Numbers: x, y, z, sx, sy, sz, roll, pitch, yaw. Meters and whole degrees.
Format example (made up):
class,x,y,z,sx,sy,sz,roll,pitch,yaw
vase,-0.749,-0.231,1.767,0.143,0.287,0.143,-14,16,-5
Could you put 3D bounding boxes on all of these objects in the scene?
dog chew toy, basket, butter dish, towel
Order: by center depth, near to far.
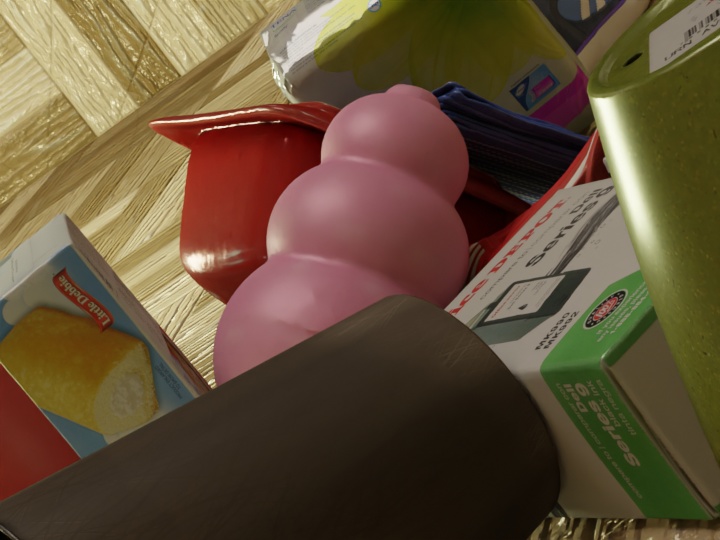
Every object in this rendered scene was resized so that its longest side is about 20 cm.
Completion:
class,x,y,z,sx,sy,sz,roll,pitch,yaw
basket,-0.029,0.109,0.908,0.200,0.181,0.136,-38,25,-24
dog chew toy,0.000,0.000,1.186,0.124,0.124,0.201,-12,58,63
butter dish,-0.022,-0.005,1.335,0.199,0.199,0.149,2,73,61
towel,0.070,-0.070,1.344,0.200,0.144,0.024,-5,69,68

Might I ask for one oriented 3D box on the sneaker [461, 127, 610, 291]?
class,x,y,z,sx,sy,sz,roll,pitch,yaw
sneaker,0.116,-0.039,1.223,0.200,0.079,0.115,-42,14,-22

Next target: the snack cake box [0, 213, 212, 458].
class,x,y,z,sx,sy,sz,roll,pitch,yaw
snack cake box,-0.113,0.072,1.182,0.067,0.200,0.115,-39,12,-2

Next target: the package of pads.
class,x,y,z,sx,sy,sz,roll,pitch,yaw
package of pads,0.046,-0.124,1.458,0.154,0.200,0.068,-36,46,10

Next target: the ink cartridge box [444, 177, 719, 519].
class,x,y,z,sx,sy,sz,roll,pitch,yaw
ink cartridge box,0.114,0.028,0.968,0.146,0.084,0.200,-45,14,-23

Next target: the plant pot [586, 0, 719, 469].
class,x,y,z,sx,sy,sz,roll,pitch,yaw
plant pot,0.162,-0.002,0.674,0.187,0.200,0.187,-36,13,9

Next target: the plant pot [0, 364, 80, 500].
class,x,y,z,sx,sy,sz,roll,pitch,yaw
plant pot,-0.220,0.114,1.395,0.200,0.178,0.201,-37,13,10

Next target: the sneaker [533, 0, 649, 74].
class,x,y,z,sx,sy,sz,roll,pitch,yaw
sneaker,0.126,-0.217,1.659,0.080,0.147,0.200,-27,17,40

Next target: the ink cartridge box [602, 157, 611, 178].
class,x,y,z,sx,sy,sz,roll,pitch,yaw
ink cartridge box,0.223,-0.084,1.114,0.199,0.039,0.099,-30,11,-14
